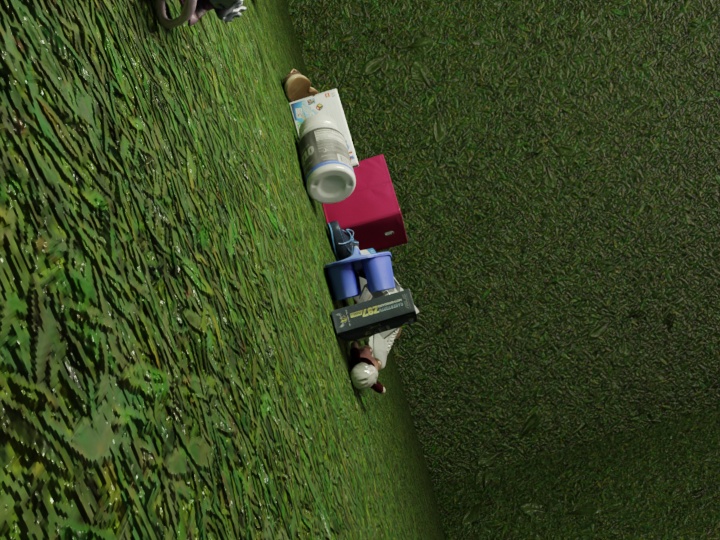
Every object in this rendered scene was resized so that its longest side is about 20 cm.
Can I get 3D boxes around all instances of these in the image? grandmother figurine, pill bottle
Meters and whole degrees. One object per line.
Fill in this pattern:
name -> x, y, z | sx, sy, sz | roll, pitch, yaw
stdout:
grandmother figurine -> 0.011, 0.204, 1.439 | 0.121, 0.061, 0.200 | 47, 5, 3
pill bottle -> -0.083, -0.261, 1.620 | 0.114, 0.114, 0.200 | 70, 4, -51

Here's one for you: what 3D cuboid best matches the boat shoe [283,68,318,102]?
boat shoe -> -0.168, -0.476, 1.806 | 0.072, 0.072, 0.200 | 44, 12, 6

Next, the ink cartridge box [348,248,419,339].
ink cartridge box -> 0.041, 0.052, 1.683 | 0.200, 0.084, 0.145 | 54, 14, 5

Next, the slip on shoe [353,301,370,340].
slip on shoe -> 0.005, 0.105, 1.734 | 0.200, 0.074, 0.061 | -83, 154, -71

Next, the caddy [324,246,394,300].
caddy -> 0.000, 0.000, 1.495 | 0.200, 0.141, 0.105 | 34, 45, -86

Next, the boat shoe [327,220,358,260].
boat shoe -> -0.037, -0.067, 1.849 | 0.200, 0.069, 0.084 | 69, 5, -57

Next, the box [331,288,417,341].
box -> 0.033, 0.093, 1.408 | 0.200, 0.157, 0.051 | 64, 10, -78

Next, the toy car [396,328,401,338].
toy car -> 0.092, 0.206, 2.608 | 0.164, 0.158, 0.200 | -91, -167, -66

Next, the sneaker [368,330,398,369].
sneaker -> 0.068, 0.185, 1.988 | 0.076, 0.080, 0.200 | -45, 136, -77

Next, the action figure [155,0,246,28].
action figure -> -0.178, -0.325, 0.648 | 0.149, 0.134, 0.200 | -41, 108, -40

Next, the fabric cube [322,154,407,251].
fabric cube -> 0.006, -0.172, 1.976 | 0.196, 0.199, 0.200 | 70, 5, -64

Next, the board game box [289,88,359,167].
board game box -> -0.091, -0.339, 1.757 | 0.035, 0.126, 0.200 | 38, 37, -84
